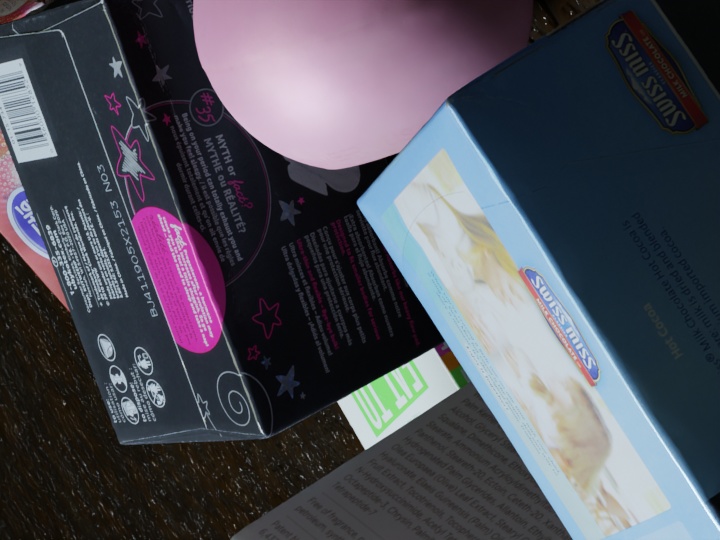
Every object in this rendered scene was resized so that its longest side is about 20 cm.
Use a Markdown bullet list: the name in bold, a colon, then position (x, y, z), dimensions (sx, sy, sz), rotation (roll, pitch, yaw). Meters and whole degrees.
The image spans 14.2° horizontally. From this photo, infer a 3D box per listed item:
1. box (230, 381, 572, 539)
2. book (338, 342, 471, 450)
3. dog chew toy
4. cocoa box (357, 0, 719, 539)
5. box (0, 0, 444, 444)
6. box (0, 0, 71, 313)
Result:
- **box**: position (0.083, 0.178, 1.204), dimensions (0.200, 0.171, 0.200), rotation (35, 152, 55)
- **book**: position (0.000, 0.000, 1.366), dimensions (0.200, 0.048, 0.134), rotation (58, 160, 8)
- **dog chew toy**: position (-0.016, -0.141, 1.033), dimensions (0.124, 0.124, 0.201), rotation (7, 118, 69)
- **cocoa box**: position (0.113, 0.014, 0.897), dimensions (0.200, 0.131, 0.133), rotation (57, 163, 4)
- **box**: position (-0.067, -0.037, 1.276), dimensions (0.132, 0.115, 0.201), rotation (-7, 106, 55)
- **box**: position (-0.140, -0.058, 1.447), dimensions (0.200, 0.095, 0.100), rotation (51, -169, -29)
